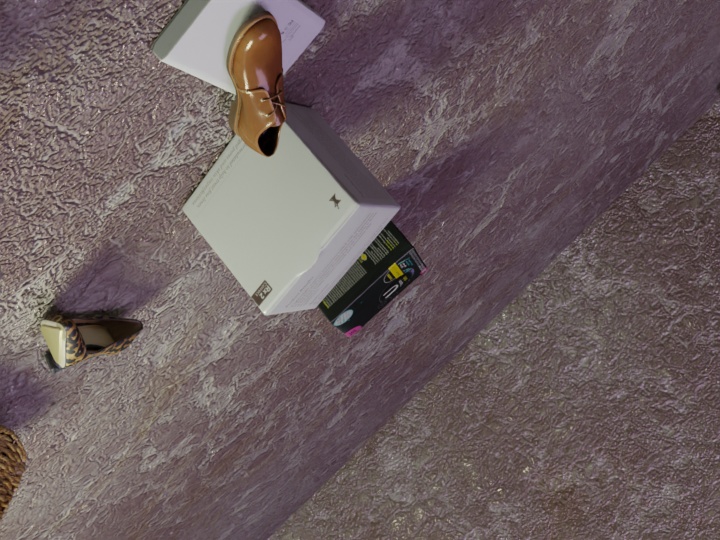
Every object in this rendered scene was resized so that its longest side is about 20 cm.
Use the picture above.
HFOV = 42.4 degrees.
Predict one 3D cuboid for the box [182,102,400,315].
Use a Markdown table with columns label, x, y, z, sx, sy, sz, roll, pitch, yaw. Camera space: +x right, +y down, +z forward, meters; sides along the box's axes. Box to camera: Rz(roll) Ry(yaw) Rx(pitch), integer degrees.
| label | x | y | z | sx | sy | sz | roll | pitch | yaw |
| --- | --- | --- | --- | --- | --- | --- | --- | --- | --- |
| box | -0.092 | -0.082 | 1.225 | 0.199 | 0.201 | 0.130 | -48 | 161 | 20 |

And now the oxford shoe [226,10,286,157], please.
| label | x | y | z | sx | sy | sz | roll | pitch | yaw |
| --- | --- | --- | --- | --- | --- | --- | --- | --- | --- |
| oxford shoe | -0.107 | -0.207 | 1.052 | 0.071 | 0.072 | 0.201 | -31 | 157 | -21 |

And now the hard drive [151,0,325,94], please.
| label | x | y | z | sx | sy | sz | roll | pitch | yaw |
| --- | --- | --- | --- | --- | --- | --- | --- | --- | --- |
| hard drive | -0.129 | -0.262 | 1.032 | 0.132 | 0.026 | 0.199 | -47 | 160 | 14 |

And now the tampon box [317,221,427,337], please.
| label | x | y | z | sx | sy | sz | roll | pitch | yaw |
| --- | --- | --- | --- | --- | --- | --- | --- | --- | --- |
| tampon box | 0.000 | 0.000 | 1.688 | 0.199 | 0.127 | 0.150 | -42 | 160 | 2 |

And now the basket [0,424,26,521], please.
| label | x | y | z | sx | sy | sz | roll | pitch | yaw |
| --- | --- | --- | --- | --- | --- | --- | --- | --- | --- |
| basket | -0.561 | 0.258 | 1.254 | 0.201 | 0.146 | 0.145 | 85 | 23 | -67 |

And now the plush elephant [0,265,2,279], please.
| label | x | y | z | sx | sy | sz | roll | pitch | yaw |
| --- | --- | --- | --- | --- | --- | --- | --- | --- | --- |
| plush elephant | -0.399 | -0.038 | 0.789 | 0.163 | 0.155 | 0.201 | -29 | 157 | -30 |

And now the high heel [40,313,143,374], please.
| label | x | y | z | sx | sy | sz | roll | pitch | yaw |
| --- | --- | --- | --- | --- | --- | --- | --- | --- | --- |
| high heel | -0.350 | 0.076 | 1.243 | 0.141 | 0.072 | 0.200 | -25 | 172 | -25 |
